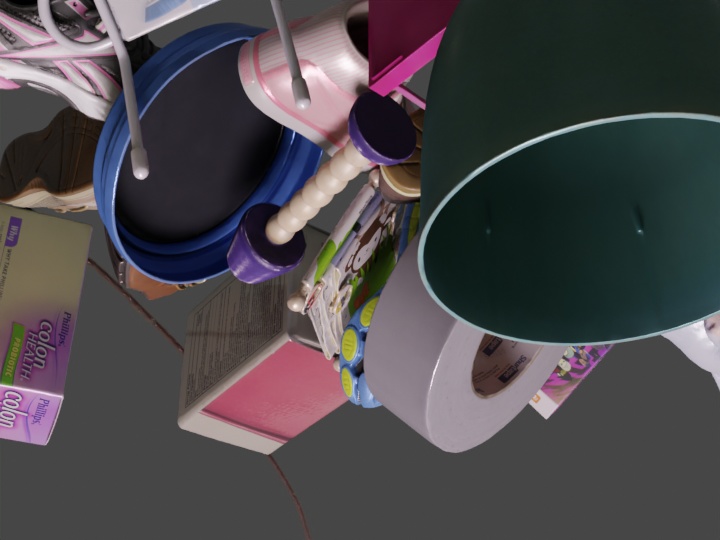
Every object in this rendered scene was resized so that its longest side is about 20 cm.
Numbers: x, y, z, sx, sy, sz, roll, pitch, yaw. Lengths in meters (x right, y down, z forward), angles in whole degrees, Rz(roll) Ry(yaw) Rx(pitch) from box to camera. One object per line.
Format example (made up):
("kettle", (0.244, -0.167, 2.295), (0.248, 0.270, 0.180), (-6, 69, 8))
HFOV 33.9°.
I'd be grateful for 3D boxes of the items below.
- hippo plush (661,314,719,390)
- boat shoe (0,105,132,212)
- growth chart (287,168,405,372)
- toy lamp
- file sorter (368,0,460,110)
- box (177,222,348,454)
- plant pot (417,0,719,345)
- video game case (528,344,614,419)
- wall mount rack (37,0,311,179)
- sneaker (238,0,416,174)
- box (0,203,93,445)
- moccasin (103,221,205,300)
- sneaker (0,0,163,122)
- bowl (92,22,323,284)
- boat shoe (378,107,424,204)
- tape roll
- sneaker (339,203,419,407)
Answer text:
("hippo plush", (0.280, 0.008, 1.034), (0.158, 0.161, 0.201), (17, 156, 19))
("boat shoe", (-0.217, -0.080, 0.927), (0.064, 0.074, 0.198), (15, 166, -38))
("growth chart", (0.000, 0.000, 0.938), (0.018, 0.146, 0.200), (27, 165, 18))
("toy lamp", (-0.035, -0.049, 0.836), (0.057, 0.059, 0.199), (21, 144, -26))
("file sorter", (0.114, -0.189, 0.733), (0.124, 0.141, 0.199), (26, 138, -33))
("box", (-0.074, 0.067, 1.103), (0.108, 0.130, 0.199), (22, 141, -28))
("plant pot", (0.123, -0.081, 0.624), (0.196, 0.163, 0.202), (-2, 148, -1))
("video game case", (0.141, 0.011, 1.011), (0.181, 0.036, 0.201), (44, 143, 11))
("wall mount rack", (-0.115, -0.167, 0.750), (0.197, 0.075, 0.176), (-21, 101, 11))
("sneaker", (0.013, -0.130, 0.839), (0.103, 0.077, 0.199), (-21, 158, 30))
("box", (-0.348, 0.035, 1.024), (0.197, 0.178, 0.097), (13, 143, -17))
("moccasin", (-0.168, -0.015, 1.001), (0.076, 0.075, 0.202), (-15, 165, -2))
("sneaker", (-0.195, -0.164, 0.833), (0.197, 0.081, 0.087), (9, 123, -28))
("bowl", (-0.109, -0.086, 0.867), (0.199, 0.039, 0.203), (-33, 142, -30))
("boat shoe", (0.094, -0.108, 0.866), (0.197, 0.074, 0.065), (-24, 173, -19))
("tape roll", (0.093, 0.032, 0.877), (0.066, 0.200, 0.201), (34, 159, 31))
("sneaker", (0.047, 0.020, 0.952), (0.070, 0.202, 0.083), (23, 177, 26))
